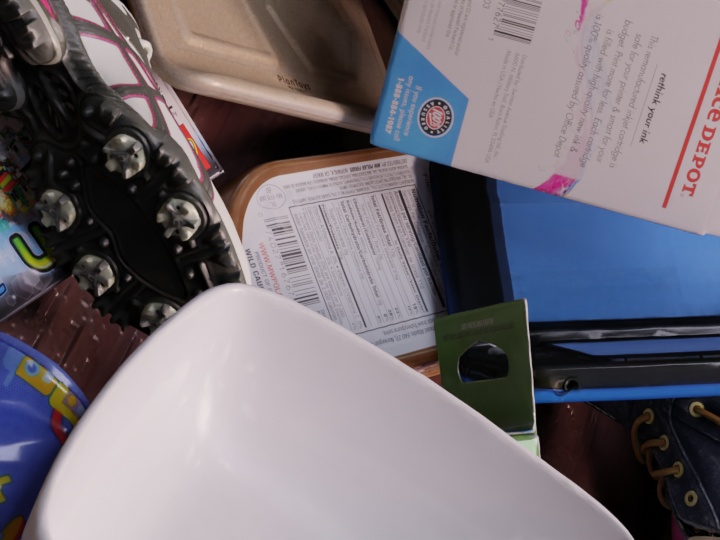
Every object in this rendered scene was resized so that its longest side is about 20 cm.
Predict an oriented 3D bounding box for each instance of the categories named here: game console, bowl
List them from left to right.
[{"bbox_3d":[-0.015,0.113,0.696,0.200,0.075,0.200,34,32,1],"label":"bowl"},{"bbox_3d":[0.141,-0.007,0.930,0.199,0.171,0.119,-3,91,-8],"label":"game console"}]

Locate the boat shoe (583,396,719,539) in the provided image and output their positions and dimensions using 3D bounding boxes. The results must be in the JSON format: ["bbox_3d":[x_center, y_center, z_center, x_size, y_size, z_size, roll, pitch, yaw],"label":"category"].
[{"bbox_3d":[0.157,0.084,0.992,0.091,0.199,0.071,-59,151,-23],"label":"boat shoe"}]

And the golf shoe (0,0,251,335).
[{"bbox_3d":[-0.098,-0.061,0.807,0.200,0.077,0.088,55,33,-9],"label":"golf shoe"}]

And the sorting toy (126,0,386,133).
[{"bbox_3d":[-0.063,-0.148,0.951,0.185,0.036,0.201,8,54,-56],"label":"sorting toy"}]

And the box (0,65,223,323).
[{"bbox_3d":[-0.148,-0.042,0.826,0.110,0.035,0.200,57,40,-6],"label":"box"}]

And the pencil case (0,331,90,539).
[{"bbox_3d":[-0.157,0.113,0.676,0.087,0.078,0.200,28,54,2],"label":"pencil case"}]

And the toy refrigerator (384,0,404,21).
[{"bbox_3d":[0.029,-0.197,1.068,0.200,0.076,0.070,55,40,-9],"label":"toy refrigerator"}]

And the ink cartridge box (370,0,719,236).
[{"bbox_3d":[0.115,-0.093,0.914,0.199,0.116,0.068,16,33,1],"label":"ink cartridge box"}]

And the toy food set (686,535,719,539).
[{"bbox_3d":[0.156,0.200,0.894,0.200,0.060,0.144,64,37,-74],"label":"toy food set"}]

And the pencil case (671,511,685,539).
[{"bbox_3d":[0.197,0.087,1.074,0.090,0.094,0.201,4,58,-6],"label":"pencil case"}]

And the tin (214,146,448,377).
[{"bbox_3d":[0.000,0.000,0.958,0.199,0.042,0.113,-13,82,-49],"label":"tin"}]

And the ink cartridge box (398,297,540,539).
[{"bbox_3d":[0.032,0.117,0.832,0.059,0.104,0.201,-3,85,-17],"label":"ink cartridge box"}]
